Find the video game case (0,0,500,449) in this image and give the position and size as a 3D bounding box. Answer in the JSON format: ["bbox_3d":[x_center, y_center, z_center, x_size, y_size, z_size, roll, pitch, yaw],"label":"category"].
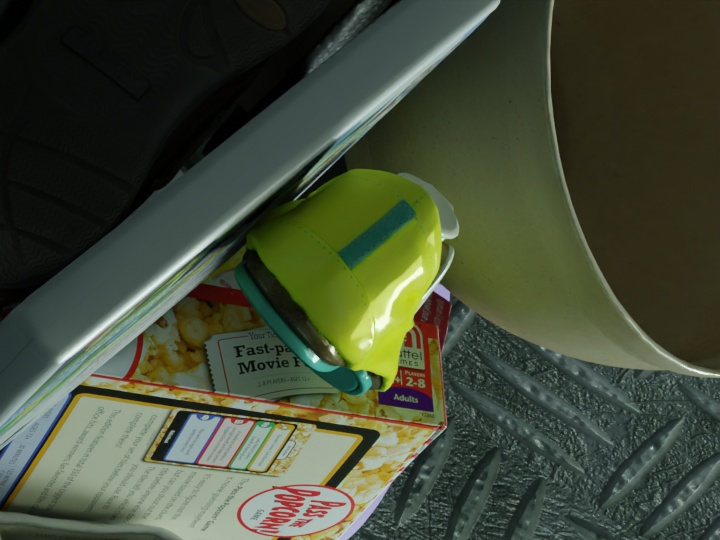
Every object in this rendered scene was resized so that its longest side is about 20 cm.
[{"bbox_3d":[-0.063,-0.002,0.790,0.200,0.022,0.182,-41,180,-35],"label":"video game case"}]

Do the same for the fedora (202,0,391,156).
[{"bbox_3d":[-0.015,-0.138,0.915,0.201,0.092,0.201,-49,-174,6],"label":"fedora"}]

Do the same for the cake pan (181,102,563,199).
[{"bbox_3d":[0.010,-0.096,1.075,0.201,0.200,0.037,-57,-176,-17],"label":"cake pan"}]

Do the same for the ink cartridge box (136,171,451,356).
[{"bbox_3d":[-0.086,0.038,1.120,0.146,0.200,0.145,-54,-173,22],"label":"ink cartridge box"}]

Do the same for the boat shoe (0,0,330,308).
[{"bbox_3d":[-0.073,-0.063,0.788,0.200,0.076,0.072,-47,179,-33],"label":"boat shoe"}]

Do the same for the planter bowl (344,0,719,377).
[{"bbox_3d":[0.078,-0.058,0.971,0.134,0.201,0.201,-5,-139,41],"label":"planter bowl"}]

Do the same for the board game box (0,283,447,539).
[{"bbox_3d":[-0.090,0.060,0.951,0.152,0.199,0.047,129,-36,-50],"label":"board game box"}]

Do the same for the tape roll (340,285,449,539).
[{"bbox_3d":[-0.026,0.039,1.302,0.200,0.065,0.201,-46,144,-49],"label":"tape roll"}]

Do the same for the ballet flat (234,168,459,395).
[{"bbox_3d":[0.000,0.000,0.814,0.067,0.067,0.200,-43,178,-3],"label":"ballet flat"}]

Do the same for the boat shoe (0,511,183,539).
[{"bbox_3d":[-0.148,0.110,0.911,0.199,0.071,0.069,0,138,-42],"label":"boat shoe"}]
